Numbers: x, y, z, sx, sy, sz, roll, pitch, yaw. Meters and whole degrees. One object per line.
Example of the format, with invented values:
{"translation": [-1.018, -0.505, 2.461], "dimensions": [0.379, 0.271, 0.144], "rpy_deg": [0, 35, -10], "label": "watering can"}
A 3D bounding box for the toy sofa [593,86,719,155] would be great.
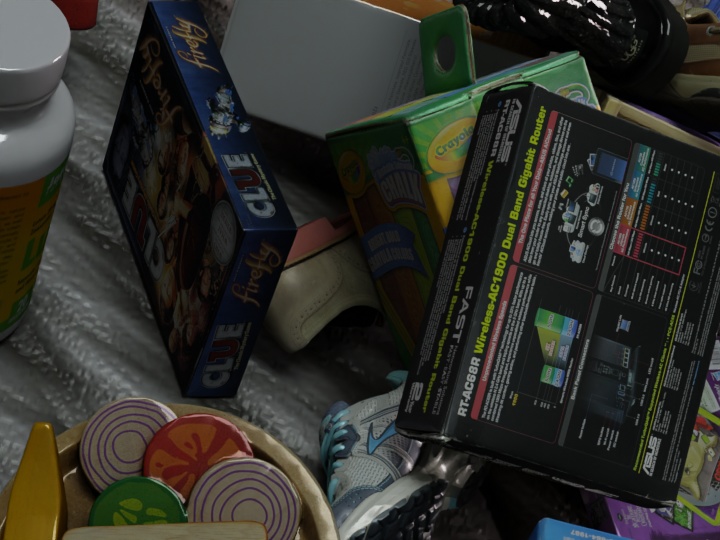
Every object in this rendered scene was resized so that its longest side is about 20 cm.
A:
{"translation": [0.221, -0.039, 1.393], "dimensions": [0.200, 0.083, 0.098], "rpy_deg": [24, 10, -3], "label": "toy sofa"}

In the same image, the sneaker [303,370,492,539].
{"translation": [0.006, 0.118, 1.222], "dimensions": [0.086, 0.078, 0.200], "rpy_deg": [25, 31, 18], "label": "sneaker"}

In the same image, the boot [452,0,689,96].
{"translation": [0.099, -0.196, 1.373], "dimensions": [0.158, 0.079, 0.211], "rpy_deg": [18, 19, -39], "label": "boot"}

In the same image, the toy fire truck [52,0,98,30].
{"translation": [-0.277, -0.195, 1.417], "dimensions": [0.200, 0.112, 0.168], "rpy_deg": [2, 25, -24], "label": "toy fire truck"}

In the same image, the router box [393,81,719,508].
{"translation": [0.118, 0.015, 1.197], "dimensions": [0.150, 0.062, 0.200], "rpy_deg": [19, 81, -23], "label": "router box"}

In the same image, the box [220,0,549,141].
{"translation": [0.017, -0.136, 1.442], "dimensions": [0.200, 0.098, 0.124], "rpy_deg": [19, 19, 2], "label": "box"}

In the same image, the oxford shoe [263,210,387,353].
{"translation": [0.000, 0.000, 1.361], "dimensions": [0.200, 0.070, 0.075], "rpy_deg": [-22, 87, -45], "label": "oxford shoe"}

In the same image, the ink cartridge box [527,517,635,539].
{"translation": [0.141, 0.242, 1.107], "dimensions": [0.145, 0.084, 0.200], "rpy_deg": [15, 48, -7], "label": "ink cartridge box"}

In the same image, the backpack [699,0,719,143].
{"translation": [0.288, -0.118, 1.500], "dimensions": [0.183, 0.200, 0.147], "rpy_deg": [-24, 38, -39], "label": "backpack"}

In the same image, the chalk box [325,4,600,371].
{"translation": [0.069, -0.052, 1.281], "dimensions": [0.124, 0.124, 0.200], "rpy_deg": [-22, 96, -21], "label": "chalk box"}

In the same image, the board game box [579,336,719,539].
{"translation": [0.187, 0.130, 1.284], "dimensions": [0.120, 0.032, 0.200], "rpy_deg": [2, 55, -26], "label": "board game box"}

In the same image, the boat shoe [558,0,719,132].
{"translation": [0.209, -0.131, 1.409], "dimensions": [0.076, 0.074, 0.200], "rpy_deg": [27, -7, -38], "label": "boat shoe"}

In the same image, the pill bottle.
{"translation": [-0.218, -0.059, 1.206], "dimensions": [0.111, 0.200, 0.111], "rpy_deg": [12, 41, -11], "label": "pill bottle"}

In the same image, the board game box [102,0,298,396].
{"translation": [-0.099, -0.044, 1.294], "dimensions": [0.035, 0.136, 0.200], "rpy_deg": [-1, 45, -25], "label": "board game box"}

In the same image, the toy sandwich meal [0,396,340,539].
{"translation": [-0.102, 0.147, 1.089], "dimensions": [0.205, 0.070, 0.205], "rpy_deg": [0, 60, 0], "label": "toy sandwich meal"}
